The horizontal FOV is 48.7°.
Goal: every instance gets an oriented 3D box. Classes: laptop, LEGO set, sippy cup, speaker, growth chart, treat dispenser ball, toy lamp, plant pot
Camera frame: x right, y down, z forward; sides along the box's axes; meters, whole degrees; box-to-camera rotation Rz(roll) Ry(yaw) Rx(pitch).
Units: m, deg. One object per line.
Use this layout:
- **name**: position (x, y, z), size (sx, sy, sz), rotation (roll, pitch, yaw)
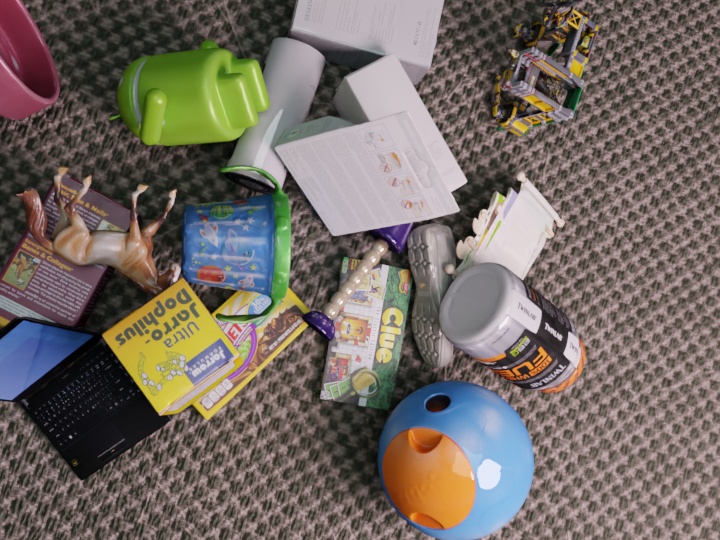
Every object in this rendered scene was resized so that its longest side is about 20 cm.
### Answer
- **laptop**: position (-0.364, 0.159, 0.946), size (0.177, 0.103, 0.200), rotation (-34, 95, 23)
- **LEGO set**: position (0.237, -0.295, 1.115), size (0.116, 0.154, 0.200), rotation (24, 89, -26)
- **sippy cup**: position (-0.159, -0.033, 1.003), size (0.130, 0.140, 0.178), rotation (2, 62, -12)
- **speaker**: position (-0.114, -0.208, 1.074), size (0.081, 0.081, 0.200), rotation (20, 83, -9)
- **growth chart**: position (0.205, -0.040, 1.119), size (0.145, 0.018, 0.200), rotation (47, 71, -31)
- **treat dispenser ball**: position (0.122, 0.243, 1.027), size (0.201, 0.201, 0.201), rotation (1, 86, -11)
- **toy lamp**: position (0.000, 0.000, 1.073), size (0.058, 0.058, 0.200), rotation (40, 78, -6)
- **plant pot**: position (-0.496, -0.254, 0.956), size (0.179, 0.200, 0.200), rotation (-25, 91, 4)

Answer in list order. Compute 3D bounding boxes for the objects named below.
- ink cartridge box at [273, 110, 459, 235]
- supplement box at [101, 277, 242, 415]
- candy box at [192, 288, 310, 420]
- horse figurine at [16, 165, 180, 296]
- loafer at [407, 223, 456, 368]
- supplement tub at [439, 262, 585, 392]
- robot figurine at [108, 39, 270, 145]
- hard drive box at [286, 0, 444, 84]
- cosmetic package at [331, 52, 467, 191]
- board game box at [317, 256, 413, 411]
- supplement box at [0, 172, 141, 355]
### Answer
- **ink cartridge box**: position (0.012, -0.129, 1.015), size (0.160, 0.200, 0.047), rotation (57, 39, -33)
- **supplement box**: position (-0.215, 0.096, 0.946), size (0.109, 0.200, 0.110), rotation (-37, 87, -12)
- **candy box**: position (-0.166, 0.095, 1.069), size (0.200, 0.026, 0.102), rotation (-44, 91, -11)
- **horse figurine**: position (-0.306, -0.046, 0.946), size (0.200, 0.050, 0.133), rotation (10, 102, -21)
- **loafer**: position (0.111, 0.035, 1.107), size (0.070, 0.070, 0.200), rotation (-9, 100, -37)
- **supplement tub**: position (0.210, 0.084, 1.069), size (0.200, 0.122, 0.123), rotation (33, 79, -35)
- **robot figurine**: position (-0.221, -0.220, 1.015), size (0.200, 0.176, 0.116), rotation (0, 129, 20)
- **hard drive box**: position (0.009, -0.368, 1.113), size (0.200, 0.077, 0.156), rotation (14, 83, -11)
- **cosmetic package**: position (0.050, -0.181, 1.092), size (0.085, 0.108, 0.200), rotation (-29, 93, -12)
- **board game box**: position (0.008, 0.088, 1.107), size (0.105, 0.023, 0.200), rotation (11, 84, -13)
- **supplement box**: position (-0.374, -0.007, 1.004), size (0.110, 0.086, 0.200), rotation (28, 81, -9)
